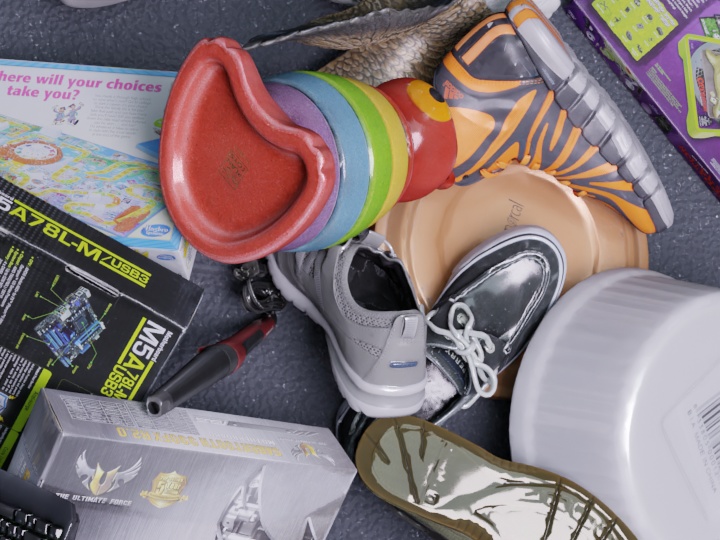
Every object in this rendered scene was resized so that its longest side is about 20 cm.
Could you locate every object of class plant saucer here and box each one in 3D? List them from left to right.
[{"bbox_3d":[0.105,-0.012,1.209,0.199,0.032,0.201,2,81,-14],"label":"plant saucer"}]

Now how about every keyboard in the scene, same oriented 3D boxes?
[{"bbox_3d":[-0.232,0.168,0.990,0.021,0.199,0.128,19,85,-42],"label":"keyboard"}]

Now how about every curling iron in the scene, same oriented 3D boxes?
[{"bbox_3d":[-0.091,0.046,1.090,0.025,0.200,0.050,-20,104,26],"label":"curling iron"}]

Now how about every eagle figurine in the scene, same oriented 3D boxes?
[{"bbox_3d":[0.017,-0.162,1.161,0.152,0.151,0.200,47,62,-26],"label":"eagle figurine"}]

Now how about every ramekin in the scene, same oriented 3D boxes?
[{"bbox_3d":[0.202,0.101,1.145,0.200,0.098,0.202,-2,94,-34],"label":"ramekin"}]

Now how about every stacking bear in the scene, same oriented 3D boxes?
[{"bbox_3d":[-0.015,-0.071,1.057,0.200,0.114,0.122,-14,56,-50],"label":"stacking bear"}]

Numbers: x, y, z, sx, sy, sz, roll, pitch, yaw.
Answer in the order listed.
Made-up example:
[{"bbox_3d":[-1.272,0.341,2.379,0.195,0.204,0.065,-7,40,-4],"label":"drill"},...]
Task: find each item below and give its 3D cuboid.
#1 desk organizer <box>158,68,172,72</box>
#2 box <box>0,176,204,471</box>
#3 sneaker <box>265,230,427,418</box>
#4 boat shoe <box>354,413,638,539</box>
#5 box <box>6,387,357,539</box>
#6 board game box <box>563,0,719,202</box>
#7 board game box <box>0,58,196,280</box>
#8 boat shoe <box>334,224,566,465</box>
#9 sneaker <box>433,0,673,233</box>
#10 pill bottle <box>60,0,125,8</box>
[{"bbox_3d":[-0.147,-0.034,1.126,0.072,0.077,0.201,31,76,-8],"label":"desk organizer"},{"bbox_3d":[-0.218,0.041,1.047,0.192,0.200,0.048,27,37,-8],"label":"box"},{"bbox_3d":[0.000,0.000,1.114,0.074,0.082,0.200,-5,40,-28],"label":"sneaker"},{"bbox_3d":[0.087,0.151,1.093,0.200,0.066,0.072,28,81,-1],"label":"boat shoe"},{"bbox_3d":[-0.120,0.159,1.049,0.199,0.048,0.159,12,115,-33],"label":"box"},{"bbox_3d":[0.252,-0.149,1.266,0.120,0.032,0.200,-40,93,-11],"label":"board game box"},{"bbox_3d":[-0.189,-0.065,1.082,0.199,0.034,0.135,5,58,10],"label":"board game box"},{"bbox_3d":[0.060,0.052,1.140,0.199,0.068,0.074,-41,98,2],"label":"boat shoe"},{"bbox_3d":[0.119,-0.081,1.174,0.112,0.078,0.200,-36,114,14],"label":"sneaker"},{"bbox_3d":[-0.177,-0.282,1.136,0.113,0.113,0.201,-21,87,-15],"label":"pill bottle"}]
